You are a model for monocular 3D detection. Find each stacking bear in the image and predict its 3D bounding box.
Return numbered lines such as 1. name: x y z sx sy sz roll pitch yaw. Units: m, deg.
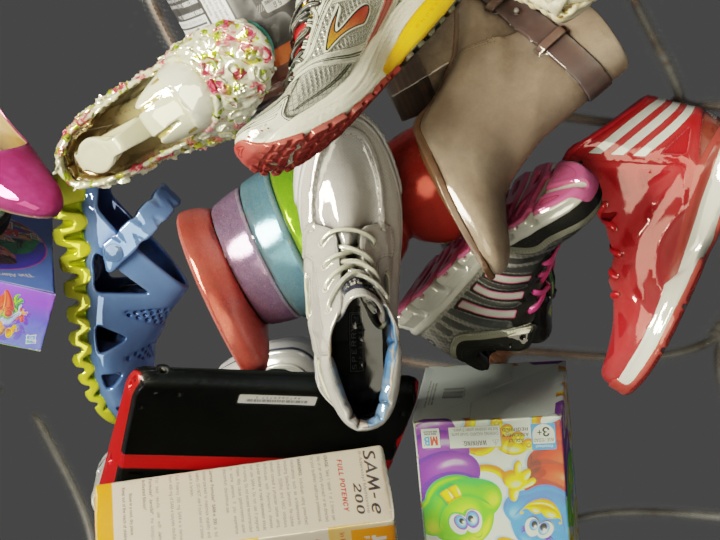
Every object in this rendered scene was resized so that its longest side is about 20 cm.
1. stacking bear: -0.012 -0.031 1.468 0.200 0.121 0.114 -25 111 6

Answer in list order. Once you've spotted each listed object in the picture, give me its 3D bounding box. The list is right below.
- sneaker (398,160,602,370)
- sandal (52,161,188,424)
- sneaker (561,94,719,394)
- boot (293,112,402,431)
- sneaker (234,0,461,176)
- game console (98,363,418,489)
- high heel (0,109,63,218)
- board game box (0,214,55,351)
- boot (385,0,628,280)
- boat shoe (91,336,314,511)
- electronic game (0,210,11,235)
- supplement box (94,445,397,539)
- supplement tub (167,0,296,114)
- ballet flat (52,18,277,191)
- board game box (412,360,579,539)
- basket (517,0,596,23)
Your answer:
1. sneaker: 0.108 0.002 1.457 0.087 0.074 0.200 40 132 -9
2. sandal: -0.161 0.016 1.519 0.087 0.080 0.200 -5 109 5
3. sneaker: 0.178 -0.025 1.467 0.115 0.078 0.200 24 99 8
4. boot: 0.000 0.000 1.375 0.073 0.096 0.200 -7 102 -7
5. sneaker: -0.021 -0.134 1.347 0.082 0.200 0.078 42 145 -5
6. game console: -0.073 0.125 1.497 0.200 0.031 0.177 2 135 -16
7. high heel: -0.260 -0.119 1.461 0.200 0.067 0.096 42 122 30
8. board game box: -0.309 -0.013 1.469 0.200 0.135 0.045 13 111 -14
9. boot: 0.103 -0.105 1.393 0.146 0.070 0.200 -25 62 1
10. boat shoe: -0.106 0.122 1.550 0.200 0.067 0.074 -36 101 17
11. electronic game: -0.330 -0.060 1.447 0.200 0.200 0.042 19 110 1
12. supplement box: -0.073 0.200 1.487 0.200 0.074 0.126 -8 131 -2
13. supplement tub: -0.069 -0.181 1.421 0.107 0.107 0.200 -25 104 15
14. ballet flat: -0.130 -0.097 1.405 0.200 0.064 0.076 -30 97 45
15. board game box: 0.100 0.176 1.521 0.103 0.105 0.200 -3 109 8
16. basket: 0.134 -0.267 1.297 0.200 0.198 0.161 -33 105 1
